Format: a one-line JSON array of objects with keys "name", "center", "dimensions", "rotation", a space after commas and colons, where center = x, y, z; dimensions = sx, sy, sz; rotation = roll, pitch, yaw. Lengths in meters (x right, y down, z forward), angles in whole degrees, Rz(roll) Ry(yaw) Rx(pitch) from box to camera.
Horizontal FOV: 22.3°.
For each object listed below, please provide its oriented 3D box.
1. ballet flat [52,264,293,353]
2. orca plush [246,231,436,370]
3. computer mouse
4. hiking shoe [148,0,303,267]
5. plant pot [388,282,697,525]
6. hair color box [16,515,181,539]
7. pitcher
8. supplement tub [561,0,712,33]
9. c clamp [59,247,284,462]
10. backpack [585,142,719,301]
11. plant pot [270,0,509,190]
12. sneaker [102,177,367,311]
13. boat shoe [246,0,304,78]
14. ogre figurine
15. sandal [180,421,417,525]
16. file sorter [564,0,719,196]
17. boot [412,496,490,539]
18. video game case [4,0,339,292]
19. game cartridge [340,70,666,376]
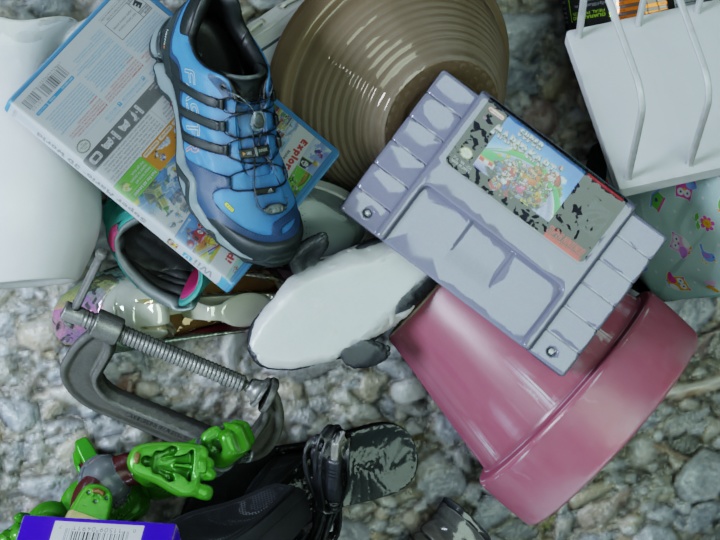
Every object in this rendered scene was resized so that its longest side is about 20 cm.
[{"name": "ballet flat", "center": [-0.131, 0.026, 1.378], "dimensions": [0.200, 0.071, 0.069], "rotation": [-7, 102, -14]}, {"name": "orca plush", "center": [0.000, 0.000, 1.350], "dimensions": [0.105, 0.071, 0.200], "rotation": [41, 92, -11]}, {"name": "computer mouse", "center": [-0.080, 0.202, 1.328], "dimensions": [0.200, 0.053, 0.139], "rotation": [-21, 136, -33]}, {"name": "hiking shoe", "center": [-0.089, -0.099, 1.245], "dimensions": [0.074, 0.087, 0.200], "rotation": [-18, 77, -28]}, {"name": "plant pot", "center": [0.129, 0.063, 1.402], "dimensions": [0.179, 0.200, 0.200], "rotation": [42, 83, 1]}, {"name": "hair color box", "center": [-0.169, 0.254, 1.259], "dimensions": [0.109, 0.065, 0.200], "rotation": [2, 138, 9]}, {"name": "pitcher", "center": [-0.225, -0.091, 1.317], "dimensions": [0.171, 0.121, 0.200], "rotation": [-4, 86, -6]}, {"name": "supplement tub", "center": [0.214, -0.238, 1.424], "dimensions": [0.122, 0.123, 0.200], "rotation": [-11, 98, -14]}, {"name": "c clamp", "center": [-0.139, 0.079, 1.344], "dimensions": [0.200, 0.171, 0.027], "rotation": [27, 47, -15]}, {"name": "backpack", "center": [0.275, -0.047, 1.409], "dimensions": [0.127, 0.200, 0.167], "rotation": [-37, 107, -29]}, {"name": "plant pot", "center": [0.037, -0.130, 1.359], "dimensions": [0.200, 0.093, 0.201], "rotation": [-15, 124, -23]}, {"name": "sneaker", "center": [-0.095, -0.023, 1.331], "dimensions": [0.200, 0.121, 0.084], "rotation": [3, 119, 2]}, {"name": "boat shoe", "center": [-0.078, -0.154, 1.379], "dimensions": [0.200, 0.066, 0.072], "rotation": [-39, 135, -5]}, {"name": "ogre figurine", "center": [-0.180, 0.167, 1.346], "dimensions": [0.098, 0.120, 0.200], "rotation": [46, 72, -6]}, {"name": "sandal", "center": [-0.048, 0.169, 1.425], "dimensions": [0.200, 0.048, 0.075], "rotation": [-21, 100, -12]}, {"name": "file sorter", "center": [0.264, -0.159, 1.287], "dimensions": [0.200, 0.125, 0.139], "rotation": [-12, 64, -5]}, {"name": "boot", "center": [0.084, 0.293, 1.465], "dimensions": [0.132, 0.070, 0.200], "rotation": [-34, 107, -15]}, {"name": "video game case", "center": [-0.130, -0.098, 1.289], "dimensions": [0.200, 0.018, 0.143], "rotation": [39, 58, -4]}, {"name": "game cartridge", "center": [0.102, -0.035, 1.292], "dimensions": [0.200, 0.038, 0.130], "rotation": [37, 97, 1]}]
